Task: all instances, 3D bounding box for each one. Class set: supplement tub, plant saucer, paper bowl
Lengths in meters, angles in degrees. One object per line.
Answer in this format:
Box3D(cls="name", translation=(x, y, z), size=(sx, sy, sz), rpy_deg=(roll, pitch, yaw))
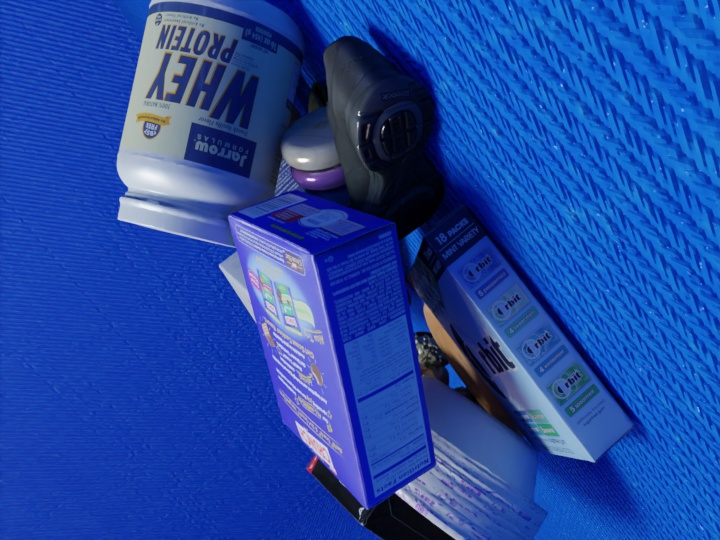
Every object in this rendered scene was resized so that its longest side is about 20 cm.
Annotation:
Box3D(cls="supplement tub", translation=(-0.135, -0.131, 0.666), size=(0.141, 0.206, 0.145), rpy_deg=(12, 179, 0))
Box3D(cls="plant saucer", translation=(0.127, 0.099, 0.798), size=(0.202, 0.032, 0.201), rpy_deg=(53, 172, 11))
Box3D(cls="paper bowl", translation=(0.087, 0.178, 0.707), size=(0.198, 0.106, 0.201), rpy_deg=(34, 174, 4))

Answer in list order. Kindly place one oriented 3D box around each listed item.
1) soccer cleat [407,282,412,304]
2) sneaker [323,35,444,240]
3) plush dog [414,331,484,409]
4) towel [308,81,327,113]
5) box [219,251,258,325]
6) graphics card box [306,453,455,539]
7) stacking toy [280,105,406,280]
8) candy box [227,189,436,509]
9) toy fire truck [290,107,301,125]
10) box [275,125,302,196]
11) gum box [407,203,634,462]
Box3D(cls="soccer cleat", translation=(0.011, 0.002, 1.017), size=(0.198, 0.073, 0.070), rpy_deg=(17, 133, 50))
Box3D(cls="sneaker", translation=(0.014, -0.093, 0.569), size=(0.092, 0.075, 0.202), rpy_deg=(56, 165, 29))
Box3D(cls="plush dog", translation=(0.097, 0.187, 0.900), size=(0.168, 0.164, 0.200), rpy_deg=(23, -165, 8))
Box3D(cls="towel", translation=(-0.009, -0.103, 0.802), size=(0.145, 0.023, 0.200), rpy_deg=(54, 172, 12))
Box3D(cls="box", translation=(-0.088, 0.041, 0.984), size=(0.154, 0.105, 0.199), rpy_deg=(60, 167, -21))
Box3D(cls="graphics card box", translation=(0.025, 0.248, 0.794), size=(0.125, 0.051, 0.199), rpy_deg=(38, 170, -15))
Box3D(cls="stacking toy", translation=(-0.005, -0.044, 0.686), size=(0.085, 0.084, 0.203), rpy_deg=(44, 158, 51))
Box3D(cls="candy box", translation=(-0.024, 0.053, 0.596), size=(0.168, 0.075, 0.205), rpy_deg=(25, 130, 57))
Box3D(cls="toy fire truck", translation=(-0.102, -0.202, 0.848), size=(0.143, 0.048, 0.200), rpy_deg=(57, 171, -17))
Box3D(cls="box", translation=(-0.128, -0.124, 0.805), size=(0.200, 0.120, 0.033), rpy_deg=(43, -151, -19))
Box3D(cls="gum box", translation=(0.119, 0.058, 0.618), size=(0.201, 0.044, 0.170), rpy_deg=(53, 173, 9))
